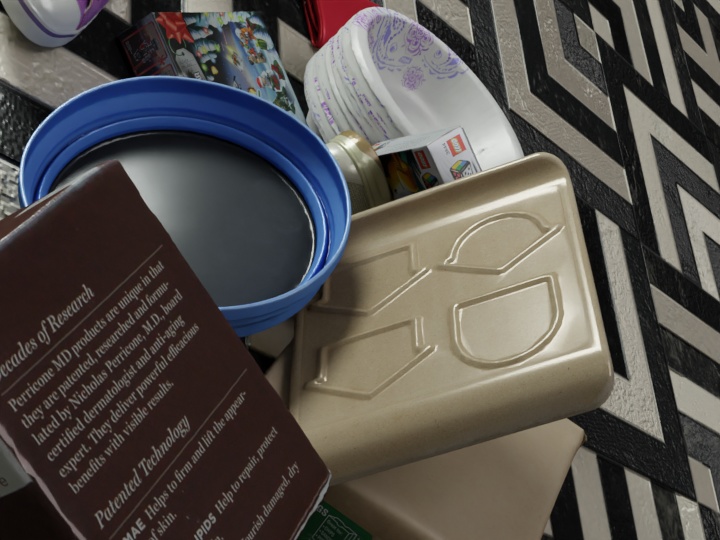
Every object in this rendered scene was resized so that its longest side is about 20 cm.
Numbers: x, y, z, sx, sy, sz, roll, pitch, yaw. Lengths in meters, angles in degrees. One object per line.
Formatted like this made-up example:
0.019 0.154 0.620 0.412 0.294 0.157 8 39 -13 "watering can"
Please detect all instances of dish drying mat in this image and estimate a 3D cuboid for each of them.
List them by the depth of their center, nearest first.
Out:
0.014 -0.215 1.243 0.200 0.018 0.077 13 58 -54 "dish drying mat"

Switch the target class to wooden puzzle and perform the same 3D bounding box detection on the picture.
0.049 0.031 0.786 0.200 0.185 0.046 -93 159 -48 "wooden puzzle"

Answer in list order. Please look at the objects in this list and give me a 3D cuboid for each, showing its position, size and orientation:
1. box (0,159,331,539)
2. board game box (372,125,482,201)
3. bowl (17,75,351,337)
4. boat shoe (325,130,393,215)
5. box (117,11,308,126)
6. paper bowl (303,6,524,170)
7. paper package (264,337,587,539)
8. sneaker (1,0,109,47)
-0.152 0.090 0.627 0.200 0.166 0.164 56 33 -13 "box"
0.070 -0.001 0.946 0.035 0.126 0.200 -30 101 -22 "board game box"
-0.106 -0.039 0.812 0.200 0.039 0.201 9 46 -9 "bowl"
0.000 0.000 0.966 0.065 0.072 0.200 -29 119 -21 "boat shoe"
-0.086 -0.093 0.982 0.137 0.040 0.200 -20 86 -58 "box"
0.036 -0.107 1.091 0.201 0.104 0.201 36 30 -25 "paper bowl"
0.021 0.126 0.851 0.200 0.104 0.191 34 33 3 "paper package"
-0.162 -0.229 0.895 0.073 0.114 0.201 52 34 -23 "sneaker"
